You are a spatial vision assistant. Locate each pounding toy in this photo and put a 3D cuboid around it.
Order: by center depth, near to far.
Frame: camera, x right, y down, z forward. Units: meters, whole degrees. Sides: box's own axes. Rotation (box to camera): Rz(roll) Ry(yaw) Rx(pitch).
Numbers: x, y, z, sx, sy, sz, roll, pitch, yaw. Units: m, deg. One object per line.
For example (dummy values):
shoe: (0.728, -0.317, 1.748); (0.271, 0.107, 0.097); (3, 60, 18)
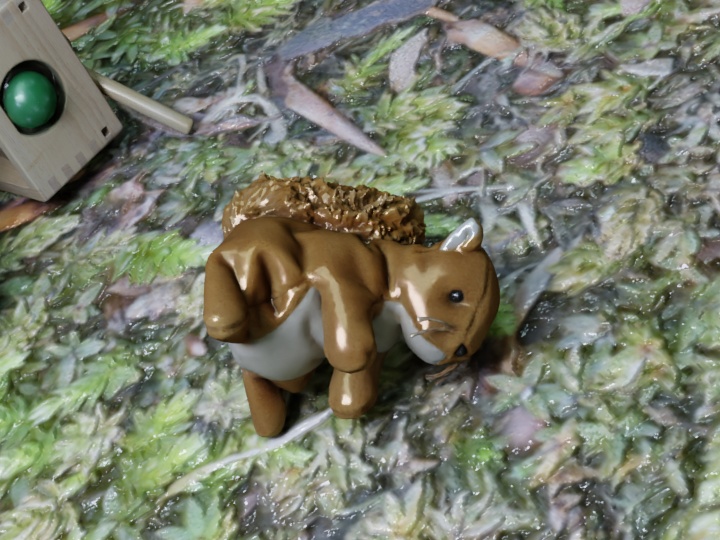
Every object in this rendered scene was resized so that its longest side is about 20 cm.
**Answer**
pounding toy: (-0.287, -0.161, 1.397); (0.199, 0.185, 0.142); (15, 54, 48)

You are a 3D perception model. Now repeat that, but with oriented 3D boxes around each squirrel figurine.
squirrel figurine: (0.000, 0.000, 1.097); (0.184, 0.142, 0.201); (-11, 44, 7)
